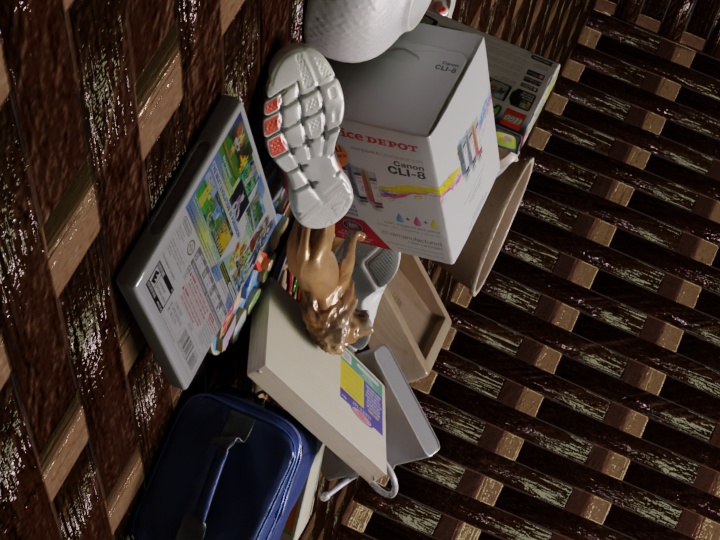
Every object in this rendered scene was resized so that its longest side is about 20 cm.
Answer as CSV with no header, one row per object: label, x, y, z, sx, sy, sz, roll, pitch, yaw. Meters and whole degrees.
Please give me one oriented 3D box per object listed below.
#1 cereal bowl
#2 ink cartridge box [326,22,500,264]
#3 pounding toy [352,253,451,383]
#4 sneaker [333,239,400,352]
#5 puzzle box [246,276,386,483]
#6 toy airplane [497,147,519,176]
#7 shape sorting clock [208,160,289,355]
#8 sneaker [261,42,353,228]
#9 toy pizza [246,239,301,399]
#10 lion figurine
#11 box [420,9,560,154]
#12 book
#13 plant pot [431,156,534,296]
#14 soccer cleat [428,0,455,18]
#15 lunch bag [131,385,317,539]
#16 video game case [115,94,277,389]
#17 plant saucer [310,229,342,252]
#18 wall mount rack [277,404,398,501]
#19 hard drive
cereal bowl,0.026,-0.278,1.448,0.200,0.083,0.200,-62,170,-19
ink cartridge box,0.044,-0.134,1.590,0.200,0.145,0.145,76,35,-50
pounding toy,0.010,0.077,1.922,0.142,0.200,0.184,-22,-165,22
sneaker,0.000,0.000,1.745,0.200,0.070,0.080,111,-4,-46
puzzle box,-0.041,0.114,1.618,0.025,0.200,0.133,-30,-146,23
toy airplane,0.095,-0.130,1.883,0.199,0.141,0.200,-45,-140,20
shape sorting clock,-0.103,-0.012,1.511,0.200,0.039,0.200,24,90,-82
sneaker,-0.060,-0.129,1.425,0.077,0.082,0.200,-18,135,-13
toy pizza,-0.084,0.057,1.734,0.200,0.032,0.201,15,90,-86
lion figurine,-0.042,-0.004,1.569,0.200,0.072,0.123,53,47,-55
box,0.099,-0.211,1.682,0.110,0.200,0.035,-61,170,-28
book,-0.113,0.216,1.749,0.048,0.133,0.200,-57,169,-33
plant pot,0.108,-0.092,2.105,0.200,0.183,0.201,23,90,-82
soccer cleat,0.070,-0.252,1.827,0.078,0.069,0.200,-33,140,-83
lunch bag,-0.133,0.211,1.596,0.132,0.136,0.200,-8,121,-81
video game case,-0.130,-0.019,1.307,0.183,0.022,0.200,-63,162,-22
plant saucer,-0.021,-0.082,1.777,0.200,0.035,0.201,16,90,-84
wall mount rack,-0.031,0.176,1.738,0.075,0.200,0.174,-33,174,-28
hard drive,-0.006,0.165,1.797,0.026,0.132,0.200,-31,-175,-38
